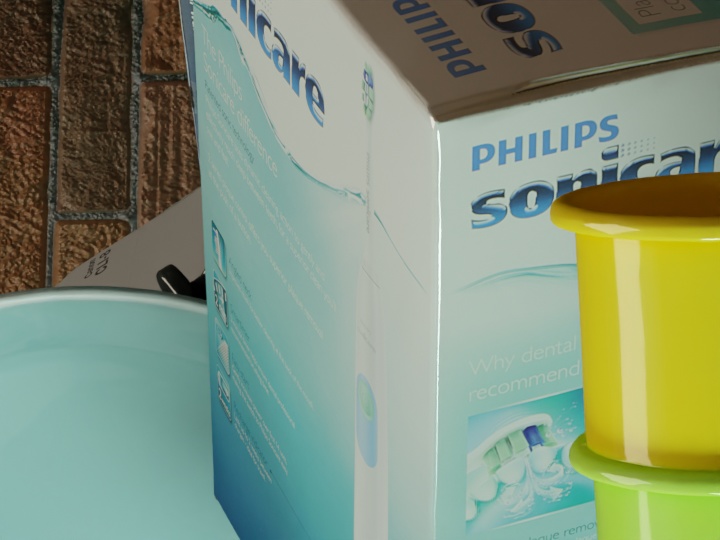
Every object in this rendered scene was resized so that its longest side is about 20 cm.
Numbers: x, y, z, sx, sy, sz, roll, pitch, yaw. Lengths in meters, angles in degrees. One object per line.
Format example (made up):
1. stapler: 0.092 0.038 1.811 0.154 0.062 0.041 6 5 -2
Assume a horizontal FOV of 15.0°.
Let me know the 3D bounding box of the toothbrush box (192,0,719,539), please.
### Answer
1. toothbrush box: 0.023 0.007 0.630 0.147 0.085 0.201 -127 28 -51

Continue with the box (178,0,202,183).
1. box: 0.005 -0.097 0.758 0.200 0.040 0.138 -62 -26 -48

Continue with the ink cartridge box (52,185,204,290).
1. ink cartridge box: -0.035 0.082 1.086 0.200 0.144 0.146 50 -165 -21

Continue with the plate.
1. plate: -0.075 0.072 0.780 0.026 0.198 0.201 -92 1 -48

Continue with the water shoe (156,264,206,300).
1. water shoe: 0.000 0.000 0.850 0.200 0.071 0.079 -28 91 47

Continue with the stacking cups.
1. stacking cups: 0.061 0.086 0.449 0.061 0.060 0.202 -98 7 -80
